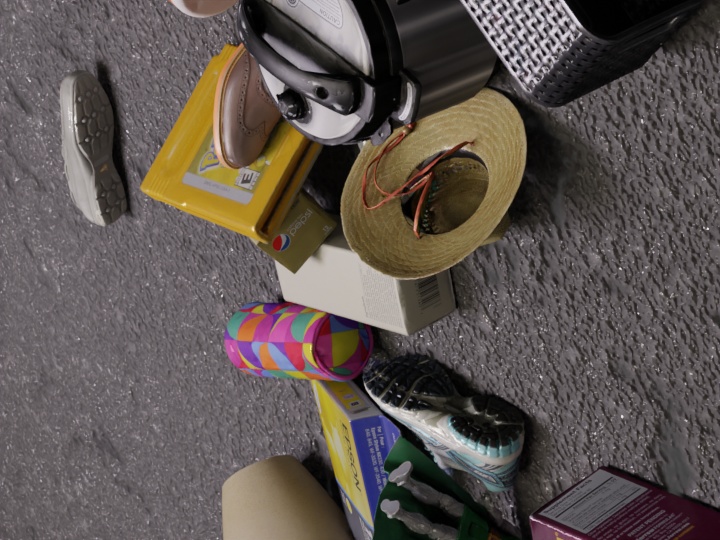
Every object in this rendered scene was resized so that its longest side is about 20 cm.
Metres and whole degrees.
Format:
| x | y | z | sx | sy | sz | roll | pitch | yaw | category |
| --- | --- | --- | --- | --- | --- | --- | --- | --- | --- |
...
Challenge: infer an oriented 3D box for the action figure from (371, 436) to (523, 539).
| x | y | z | sx | sy | sz | roll | pitch | yaw | category |
| --- | --- | --- | --- | --- | --- | --- | --- | --- | --- |
| 0.104 | 0.254 | 1.720 | 0.199 | 0.119 | 0.055 | 32 | 151 | -28 | action figure |

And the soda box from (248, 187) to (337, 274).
| x | y | z | sx | sy | sz | roll | pitch | yaw | category |
| --- | --- | --- | --- | --- | --- | --- | --- | --- | --- |
| -0.105 | -0.082 | 1.777 | 0.064 | 0.068 | 0.200 | 37 | -174 | -42 | soda box |

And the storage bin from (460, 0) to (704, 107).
| x | y | z | sx | sy | sz | roll | pitch | yaw | category |
| --- | --- | --- | --- | --- | --- | --- | --- | --- | --- |
| 0.143 | -0.239 | 1.319 | 0.201 | 0.135 | 0.094 | 56 | 146 | 11 | storage bin |

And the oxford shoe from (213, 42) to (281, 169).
| x | y | z | sx | sy | sz | roll | pitch | yaw | category |
| --- | --- | --- | --- | --- | --- | --- | --- | --- | --- |
| -0.078 | -0.184 | 1.660 | 0.073 | 0.071 | 0.201 | 27 | 100 | 38 | oxford shoe |

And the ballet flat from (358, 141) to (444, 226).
| x | y | z | sx | sy | sz | roll | pitch | yaw | category |
| --- | --- | --- | --- | --- | --- | --- | --- | --- | --- |
| 0.037 | -0.098 | 1.649 | 0.064 | 0.067 | 0.201 | -155 | 43 | -81 | ballet flat |

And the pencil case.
| x | y | z | sx | sy | sz | roll | pitch | yaw | category |
| --- | --- | --- | --- | --- | --- | --- | --- | --- | --- |
| -0.063 | 0.073 | 1.874 | 0.199 | 0.088 | 0.089 | -1 | 112 | 54 | pencil case |

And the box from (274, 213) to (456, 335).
| x | y | z | sx | sy | sz | roll | pitch | yaw | category |
| --- | --- | --- | --- | --- | --- | --- | --- | --- | --- |
| 0.000 | 0.000 | 1.748 | 0.199 | 0.068 | 0.083 | 17 | 125 | 49 | box |

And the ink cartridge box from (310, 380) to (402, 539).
| x | y | z | sx | sy | sz | roll | pitch | yaw | category |
| --- | --- | --- | --- | --- | --- | --- | --- | --- | --- |
| 0.011 | 0.222 | 1.848 | 0.200 | 0.047 | 0.199 | -133 | 29 | -68 | ink cartridge box |

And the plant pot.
| x | y | z | sx | sy | sz | roll | pitch | yaw | category |
| --- | --- | --- | --- | --- | --- | --- | --- | --- | --- |
| -0.078 | 0.317 | 2.000 | 0.201 | 0.186 | 0.188 | 66 | 150 | 21 | plant pot |

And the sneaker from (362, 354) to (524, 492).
| x | y | z | sx | sy | sz | roll | pitch | yaw | category |
| --- | --- | --- | --- | --- | --- | --- | --- | --- | --- |
| 0.076 | 0.155 | 1.744 | 0.199 | 0.077 | 0.087 | 30 | 138 | 40 | sneaker |

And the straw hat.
| x | y | z | sx | sy | sz | roll | pitch | yaw | category |
| --- | --- | --- | --- | --- | --- | --- | --- | --- | --- |
| 0.085 | -0.061 | 1.564 | 0.200 | 0.202 | 0.085 | 20 | 167 | 47 | straw hat |

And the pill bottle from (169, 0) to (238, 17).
| x | y | z | sx | sy | sz | roll | pitch | yaw | category |
| --- | --- | --- | --- | --- | --- | --- | --- | --- | --- |
| -0.195 | -0.345 | 1.736 | 0.200 | 0.114 | 0.115 | 42 | 142 | 28 | pill bottle |

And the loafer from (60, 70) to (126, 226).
| x | y | z | sx | sy | sz | roll | pitch | yaw | category |
| --- | --- | --- | --- | --- | --- | --- | --- | --- | --- |
| -0.327 | -0.145 | 2.100 | 0.069 | 0.070 | 0.201 | 22 | 130 | 35 | loafer |

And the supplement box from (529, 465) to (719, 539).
| x | y | z | sx | sy | sz | roll | pitch | yaw | category |
| --- | --- | --- | --- | --- | --- | --- | --- | --- | --- |
| 0.256 | 0.273 | 1.549 | 0.199 | 0.103 | 0.132 | 17 | 126 | 49 | supplement box |

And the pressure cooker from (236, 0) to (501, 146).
| x | y | z | sx | sy | sz | roll | pitch | yaw | category |
| --- | --- | --- | --- | --- | --- | --- | --- | --- | --- |
| 0.003 | -0.197 | 1.481 | 0.175 | 0.199 | 0.180 | -12 | 100 | 55 | pressure cooker |

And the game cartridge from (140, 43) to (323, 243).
| x | y | z | sx | sy | sz | roll | pitch | yaw | category |
| --- | --- | --- | --- | --- | --- | --- | --- | --- | --- |
| -0.115 | -0.130 | 1.743 | 0.199 | 0.177 | 0.032 | 21 | 170 | 45 | game cartridge |
